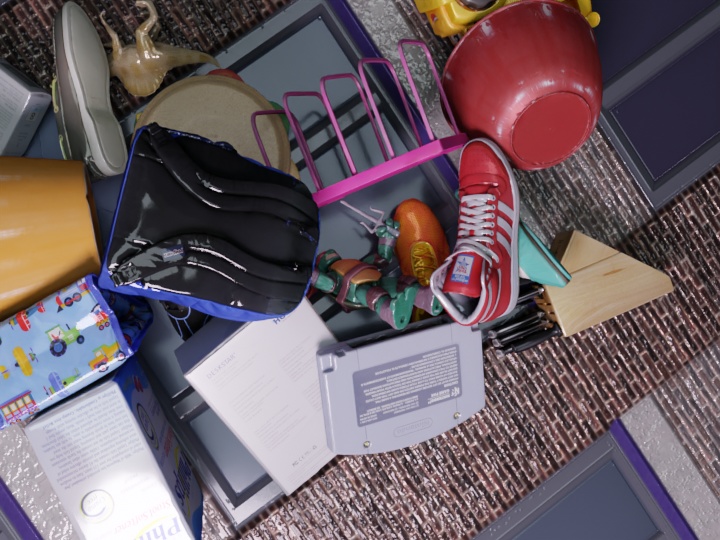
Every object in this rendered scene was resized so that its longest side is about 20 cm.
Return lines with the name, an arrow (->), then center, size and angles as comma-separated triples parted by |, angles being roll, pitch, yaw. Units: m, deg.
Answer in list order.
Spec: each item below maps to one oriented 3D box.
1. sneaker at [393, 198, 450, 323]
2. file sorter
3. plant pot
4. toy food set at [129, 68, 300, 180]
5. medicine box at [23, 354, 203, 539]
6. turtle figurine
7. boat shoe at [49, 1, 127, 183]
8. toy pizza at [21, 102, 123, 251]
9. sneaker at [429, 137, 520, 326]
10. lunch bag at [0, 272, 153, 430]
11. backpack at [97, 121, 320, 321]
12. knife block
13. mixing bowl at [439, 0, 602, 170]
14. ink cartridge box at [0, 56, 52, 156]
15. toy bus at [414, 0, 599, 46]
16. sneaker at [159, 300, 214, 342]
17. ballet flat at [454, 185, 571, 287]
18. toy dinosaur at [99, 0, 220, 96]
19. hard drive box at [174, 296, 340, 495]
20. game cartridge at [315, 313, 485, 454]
sneaker -> 0.085, 0.011, 1.024 | 0.071, 0.077, 0.204 | -13, 88, -5
file sorter -> -0.003, -0.158, 0.945 | 0.197, 0.139, 0.128 | -20, 95, 21
plant pot -> -0.364, -0.037, 0.875 | 0.180, 0.200, 0.205 | -11, 90, -14
toy food set -> -0.174, -0.136, 1.011 | 0.196, 0.049, 0.202 | -14, 90, -6
medicine box -> -0.255, 0.212, 0.917 | 0.102, 0.182, 0.203 | -26, 98, -7
turtle figurine -> 0.000, 0.000, 0.988 | 0.149, 0.198, 0.102 | -35, 135, -32
boat shoe -> -0.316, -0.198, 0.951 | 0.059, 0.072, 0.206 | -17, 83, 20
toy pizza -> -0.361, -0.093, 0.993 | 0.196, 0.032, 0.205 | 0, 86, 0
sneaker -> 0.123, -0.039, 0.925 | 0.070, 0.112, 0.204 | -3, 99, 36
lunch bag -> -0.306, 0.080, 0.913 | 0.149, 0.200, 0.095 | -29, 90, -3
backpack -> -0.146, -0.039, 0.849 | 0.196, 0.167, 0.166 | 14, 83, -18
knife block -> 0.261, 0.050, 1.050 | 0.197, 0.064, 0.178 | 24, 86, -6
mixing bowl -> 0.199, -0.192, 0.972 | 0.196, 0.109, 0.203 | -9, 134, -9
ink cartridge box -> -0.464, -0.159, 0.972 | 0.159, 0.047, 0.202 | 35, 103, 9
toy bus -> 0.184, -0.299, 1.029 | 0.197, 0.136, 0.195 | -23, 107, -5
sneaker -> -0.221, 0.002, 0.962 | 0.069, 0.078, 0.204 | -6, 109, 27
ballet flat -> 0.172, -0.039, 1.010 | 0.070, 0.067, 0.202 | -38, 55, 12
toy dinosaur -> -0.249, -0.258, 1.000 | 0.196, 0.058, 0.103 | -7, 92, 14
hard drive box -> -0.087, 0.125, 0.966 | 0.155, 0.077, 0.201 | -38, 116, -7
game cartridge -> 0.048, 0.131, 0.961 | 0.196, 0.041, 0.136 | -13, 112, -21
